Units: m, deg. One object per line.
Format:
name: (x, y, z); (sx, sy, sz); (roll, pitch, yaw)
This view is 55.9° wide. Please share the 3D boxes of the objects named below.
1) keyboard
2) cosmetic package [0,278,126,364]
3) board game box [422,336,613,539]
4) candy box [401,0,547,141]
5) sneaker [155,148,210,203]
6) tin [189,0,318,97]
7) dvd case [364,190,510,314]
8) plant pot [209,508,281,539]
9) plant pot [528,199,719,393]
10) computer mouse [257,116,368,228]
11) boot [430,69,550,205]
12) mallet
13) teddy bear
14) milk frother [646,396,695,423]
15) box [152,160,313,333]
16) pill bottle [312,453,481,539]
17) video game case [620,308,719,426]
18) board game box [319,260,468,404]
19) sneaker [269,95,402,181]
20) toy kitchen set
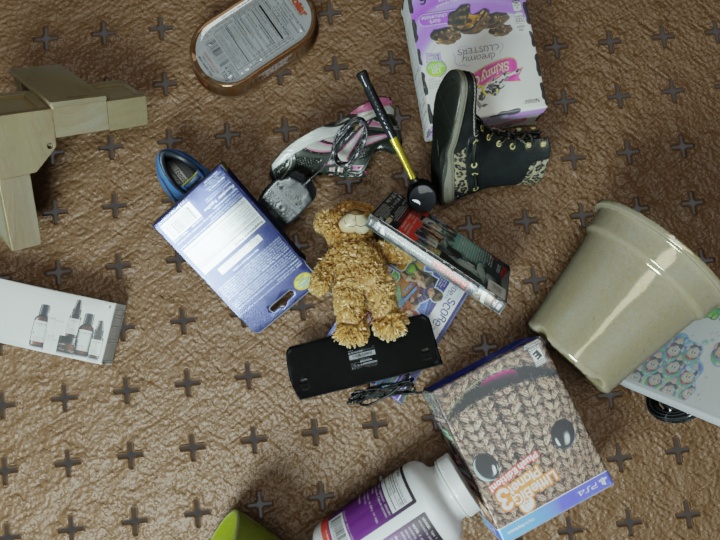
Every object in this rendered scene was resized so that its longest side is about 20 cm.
keyboard: (0.006, 0.129, 0.884); (0.197, 0.040, 0.105); (-13, 61, -1)
cosmetic package: (-0.420, 0.063, 0.894); (0.196, 0.051, 0.084); (12, 81, -1)
board game box: (0.196, 0.211, 0.875); (0.158, 0.097, 0.202); (-26, 84, -5)
candy box: (0.157, -0.299, 0.954); (0.165, 0.072, 0.204); (-9, 83, -3)
sneaker: (-0.199, -0.086, 0.910); (0.200, 0.078, 0.066); (43, 81, 2)
tin: (-0.150, -0.329, 0.965); (0.199, 0.042, 0.113); (-36, 89, -7)
dvd case: (0.106, -0.030, 0.886); (0.198, 0.146, 0.022); (32, 113, 2)
plant pot: (-0.102, 0.417, 0.809); (0.198, 0.187, 0.189); (28, 82, -11)
plant pot: (0.323, 0.046, 0.869); (0.200, 0.200, 0.184); (41, 94, 3)
computer mouse: (-0.064, -0.128, 0.893); (0.199, 0.034, 0.059); (-40, 114, 15)
boot: (0.173, -0.179, 0.889); (0.151, 0.205, 0.074); (-9, 51, -8)
mallet: (0.046, -0.166, 0.889); (0.041, 0.066, 0.202); (-26, 109, 10)
teddy bear: (0.000, 0.000, 0.876); (0.142, 0.067, 0.204); (3, 75, 11)
milk frother: (0.513, 0.175, 0.889); (0.189, 0.180, 0.200); (52, 126, 5)
box: (-0.159, -0.025, 0.891); (0.121, 0.032, 0.201); (-38, 106, 7)
pill bottle: (0.046, 0.315, 0.836); (0.199, 0.112, 0.113); (-34, 85, 2)
video game case: (0.441, 0.095, 0.855); (0.024, 0.200, 0.183); (41, 82, -23)
board game box: (0.053, 0.057, 0.920); (0.134, 0.034, 0.201); (34, 83, 3)
sneaker: (-0.029, -0.158, 0.929); (0.198, 0.080, 0.087); (-28, 95, 0)
toy kitchen set: (-0.414, -0.166, 0.925); (0.198, 0.183, 0.162); (-20, 40, -36)
